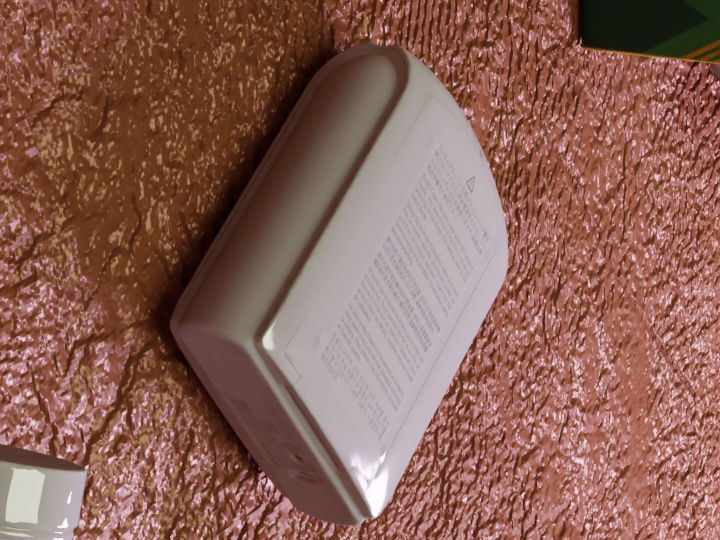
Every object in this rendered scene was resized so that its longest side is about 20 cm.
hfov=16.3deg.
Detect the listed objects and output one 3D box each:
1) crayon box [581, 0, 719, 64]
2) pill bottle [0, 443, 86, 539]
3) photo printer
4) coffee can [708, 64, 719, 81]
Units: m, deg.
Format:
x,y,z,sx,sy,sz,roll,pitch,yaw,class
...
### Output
x,y,z,sx,sy,sz,roll,pitch,yaw,class
0.244,-0.152,1.446,0.125,0.199,0.052,-23,118,-52,crayon box
-0.169,0.170,1.002,0.111,0.111,0.202,12,90,-56,pill bottle
0.000,0.000,1.243,0.201,0.069,0.167,-61,142,-26,photo printer
0.328,-0.177,1.559,0.146,0.146,0.201,11,112,-56,coffee can
